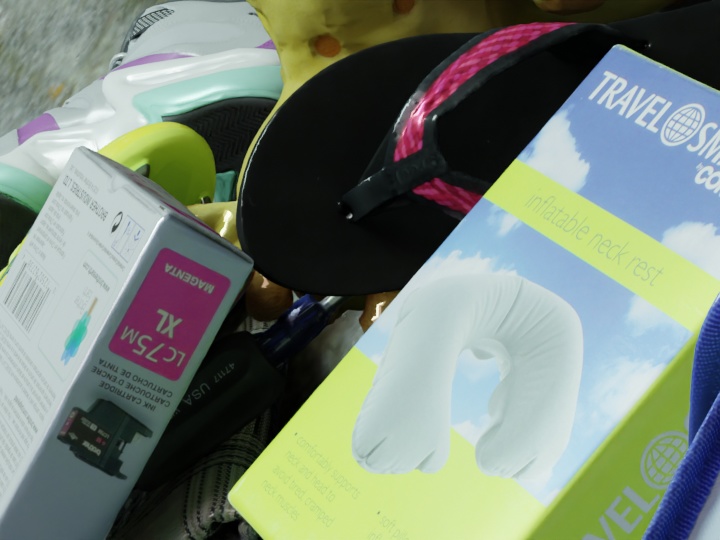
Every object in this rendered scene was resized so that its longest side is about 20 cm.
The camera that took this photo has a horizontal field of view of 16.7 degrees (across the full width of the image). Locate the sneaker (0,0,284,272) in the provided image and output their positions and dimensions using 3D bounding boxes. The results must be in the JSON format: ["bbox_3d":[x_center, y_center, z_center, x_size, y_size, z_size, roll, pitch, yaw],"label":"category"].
[{"bbox_3d":[-0.095,-0.054,0.988,0.200,0.078,0.140,-17,29,17],"label":"sneaker"}]

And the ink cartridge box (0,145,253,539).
[{"bbox_3d":[-0.110,0.064,0.777,0.200,0.042,0.119,-59,23,2],"label":"ink cartridge box"}]

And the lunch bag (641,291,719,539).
[{"bbox_3d":[0.120,0.085,0.518,0.124,0.170,0.200,16,51,22],"label":"lunch bag"}]

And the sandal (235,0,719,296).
[{"bbox_3d":[0.057,-0.045,0.747,0.200,0.075,0.045,-15,0,-3],"label":"sandal"}]

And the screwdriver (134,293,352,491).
[{"bbox_3d":[0.000,0.000,0.780,0.200,0.028,0.029,-41,40,-2],"label":"screwdriver"}]

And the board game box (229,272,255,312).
[{"bbox_3d":[-0.117,0.011,1.006,0.200,0.019,0.103,-4,43,49],"label":"board game box"}]

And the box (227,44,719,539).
[{"bbox_3d":[0.063,0.021,0.671,0.200,0.048,0.122,-50,31,-2],"label":"box"}]

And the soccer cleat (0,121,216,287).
[{"bbox_3d":[-0.124,0.019,0.908,0.200,0.065,0.084,-56,39,18],"label":"soccer cleat"}]

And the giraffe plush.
[{"bbox_3d":[0.016,-0.060,0.831,0.172,0.200,0.163,10,99,48],"label":"giraffe plush"}]

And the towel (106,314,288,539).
[{"bbox_3d":[-0.102,0.107,0.856,0.200,0.035,0.193,-45,13,15],"label":"towel"}]
